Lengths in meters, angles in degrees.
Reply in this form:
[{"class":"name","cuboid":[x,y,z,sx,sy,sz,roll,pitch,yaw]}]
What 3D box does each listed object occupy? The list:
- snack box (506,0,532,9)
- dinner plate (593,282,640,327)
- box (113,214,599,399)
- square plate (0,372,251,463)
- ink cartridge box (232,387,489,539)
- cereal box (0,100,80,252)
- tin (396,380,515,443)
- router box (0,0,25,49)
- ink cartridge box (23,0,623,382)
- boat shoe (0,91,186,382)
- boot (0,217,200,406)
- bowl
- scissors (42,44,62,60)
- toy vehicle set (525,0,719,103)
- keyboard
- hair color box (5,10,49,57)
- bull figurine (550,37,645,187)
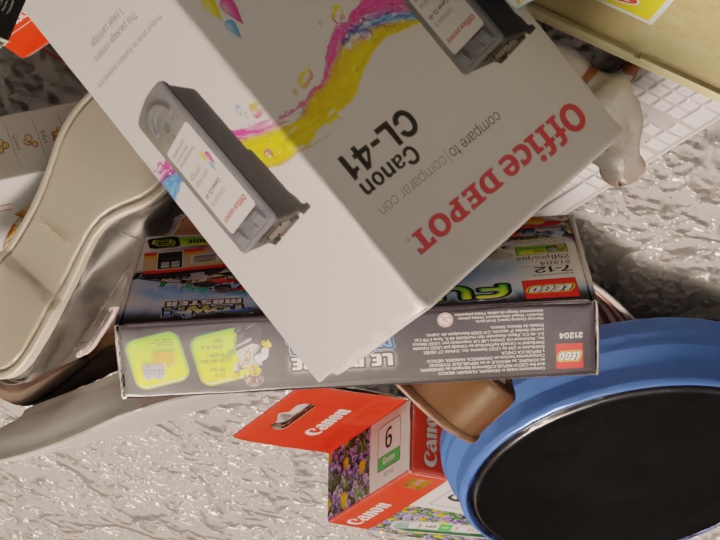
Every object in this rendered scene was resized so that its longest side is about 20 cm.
[{"class":"snack box","cuboid":[0.094,-0.183,0.741,0.200,0.037,0.116,-28,124,36]},{"class":"dinner plate","cuboid":[0.063,0.024,1.133,0.200,0.024,0.200,13,153,7]},{"class":"box","cuboid":[-0.001,0.014,0.898,0.200,0.110,0.035,-3,111,1]},{"class":"square plate","cuboid":[-0.093,0.063,1.140,0.198,0.028,0.200,-13,174,-38]},{"class":"ink cartridge box","cuboid":[0.034,0.121,1.243,0.200,0.050,0.109,13,152,-24]},{"class":"cereal box","cuboid":[-0.182,-0.034,1.040,0.200,0.040,0.144,-14,163,-29]},{"class":"tin","cuboid":[0.000,0.000,1.010,0.200,0.042,0.112,46,-175,-6]},{"class":"router box","cuboid":[-0.172,-0.181,0.748,0.150,0.200,0.062,31,147,-23]},{"class":"ink cartridge box","cuboid":[-0.015,-0.082,0.814,0.200,0.148,0.086,50,142,-1]},{"class":"boat shoe","cuboid":[-0.117,-0.029,0.977,0.067,0.200,0.057,46,-159,21]},{"class":"boot","cuboid":[-0.121,0.017,1.144,0.200,0.070,0.146,-22,-179,5]},{"class":"bowl","cuboid":[0.145,0.098,1.135,0.200,0.039,0.201,-7,145,-5]},{"class":"scissors","cuboid":[-0.080,-0.129,0.972,0.073,0.014,0.200,35,145,-28]},{"class":"toy vehicle set","cuboid":[0.114,-0.139,0.850,0.200,0.027,0.124,23,149,-11]},{"class":"keyboard","cuboid":[0.104,-0.056,1.005,0.056,0.011,0.200,29,147,-20]},{"class":"hair color box","cuboid":[-0.184,-0.189,0.832,0.200,0.111,0.064,35,145,-27]},{"class":"bull figurine","cuboid":[0.032,-0.084,0.940,0.200,0.065,0.121,22,152,-7]}]
